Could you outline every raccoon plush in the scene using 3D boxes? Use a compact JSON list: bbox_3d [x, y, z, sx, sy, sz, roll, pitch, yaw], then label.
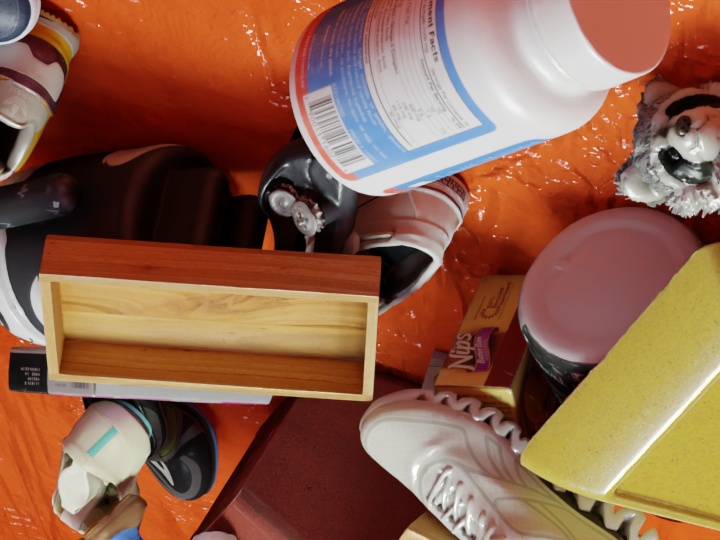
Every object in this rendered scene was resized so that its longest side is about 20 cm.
[{"bbox_3d":[0.227,-0.034,1.394,0.134,0.097,0.200,8,148,32],"label":"raccoon plush"}]

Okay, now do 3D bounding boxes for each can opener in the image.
[{"bbox_3d":[-0.031,-0.006,1.524,0.063,0.079,0.201,24,129,21],"label":"can opener"}]

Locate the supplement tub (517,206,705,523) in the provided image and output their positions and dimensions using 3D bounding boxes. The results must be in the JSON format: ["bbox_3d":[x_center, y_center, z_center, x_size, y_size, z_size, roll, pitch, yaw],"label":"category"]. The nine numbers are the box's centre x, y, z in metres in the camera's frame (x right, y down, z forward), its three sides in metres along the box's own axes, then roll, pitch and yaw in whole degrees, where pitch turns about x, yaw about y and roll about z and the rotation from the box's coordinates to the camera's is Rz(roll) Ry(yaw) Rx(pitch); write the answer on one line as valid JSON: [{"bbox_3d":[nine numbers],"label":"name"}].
[{"bbox_3d":[0.182,0.064,1.534,0.122,0.123,0.200,1,145,27],"label":"supplement tub"}]

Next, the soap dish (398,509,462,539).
[{"bbox_3d":[0.097,0.238,1.578,0.199,0.081,0.158,25,134,0],"label":"soap dish"}]

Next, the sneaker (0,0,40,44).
[{"bbox_3d":[-0.287,-0.167,1.423,0.199,0.109,0.070,23,117,-4],"label":"sneaker"}]

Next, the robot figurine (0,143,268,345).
[{"bbox_3d":[-0.156,-0.012,1.589,0.199,0.125,0.151,-6,114,35],"label":"robot figurine"}]

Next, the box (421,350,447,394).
[{"bbox_3d":[0.139,0.099,1.692,0.199,0.042,0.039,13,148,12],"label":"box"}]

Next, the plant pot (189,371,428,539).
[{"bbox_3d":[-0.009,0.183,1.769,0.176,0.200,0.200,34,147,-4],"label":"plant pot"}]

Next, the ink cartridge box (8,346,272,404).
[{"bbox_3d":[-0.132,0.072,1.698,0.200,0.037,0.094,3,178,-44],"label":"ink cartridge box"}]

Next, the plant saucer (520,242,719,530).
[{"bbox_3d":[0.226,0.087,1.444,0.199,0.049,0.200,16,129,-29],"label":"plant saucer"}]

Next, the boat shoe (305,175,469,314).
[{"bbox_3d":[0.000,0.000,1.585,0.072,0.066,0.200,33,146,-22],"label":"boat shoe"}]

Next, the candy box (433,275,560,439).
[{"bbox_3d":[0.107,0.116,1.608,0.056,0.117,0.201,1,128,22],"label":"candy box"}]

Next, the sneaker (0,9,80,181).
[{"bbox_3d":[-0.243,-0.088,1.552,0.075,0.090,0.200,27,148,-13],"label":"sneaker"}]

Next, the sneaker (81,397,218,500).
[{"bbox_3d":[-0.165,0.113,1.834,0.070,0.083,0.200,4,146,24],"label":"sneaker"}]

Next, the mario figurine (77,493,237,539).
[{"bbox_3d":[-0.111,0.244,1.734,0.200,0.106,0.123,48,170,-1],"label":"mario figurine"}]

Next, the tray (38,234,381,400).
[{"bbox_3d":[-0.089,0.029,1.496,0.199,0.037,0.099,3,138,0],"label":"tray"}]

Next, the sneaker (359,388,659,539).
[{"bbox_3d":[0.083,0.143,1.503,0.200,0.081,0.075,31,135,7],"label":"sneaker"}]

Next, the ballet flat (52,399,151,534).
[{"bbox_3d":[-0.191,0.149,1.757,0.069,0.070,0.200,19,154,0],"label":"ballet flat"}]

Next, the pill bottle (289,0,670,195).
[{"bbox_3d":[0.065,-0.115,1.326,0.200,0.113,0.112,-17,134,44],"label":"pill bottle"}]
